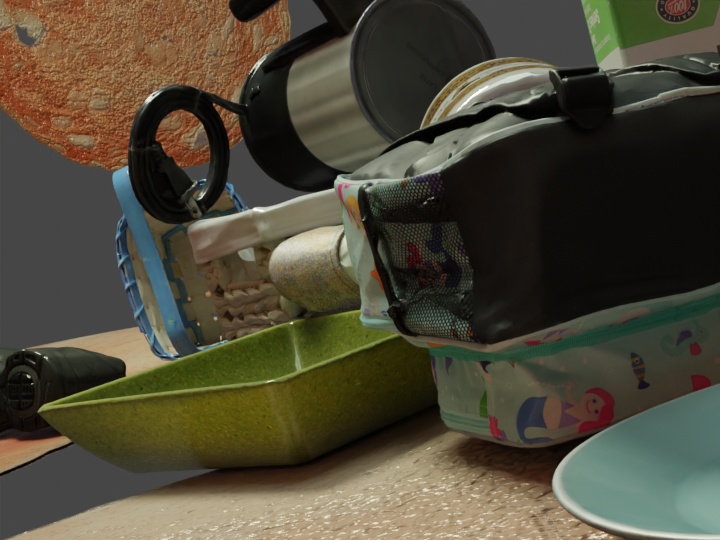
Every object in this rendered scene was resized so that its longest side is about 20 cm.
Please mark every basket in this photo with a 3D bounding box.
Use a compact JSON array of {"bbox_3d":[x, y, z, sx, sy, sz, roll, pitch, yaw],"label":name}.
[{"bbox_3d":[0.000,0.000,0.969,0.199,0.124,0.135,-15,3,-28],"label":"basket"},{"bbox_3d":[-0.157,-0.005,1.264,0.139,0.177,0.200,-22,-7,15],"label":"basket"}]

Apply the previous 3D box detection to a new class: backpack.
[{"bbox_3d":[0.085,-0.012,0.578,0.177,0.151,0.200,-14,9,-21],"label":"backpack"}]

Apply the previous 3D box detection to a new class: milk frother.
[{"bbox_3d":[-0.041,-0.108,0.964,0.188,0.180,0.201,-10,48,62],"label":"milk frother"}]

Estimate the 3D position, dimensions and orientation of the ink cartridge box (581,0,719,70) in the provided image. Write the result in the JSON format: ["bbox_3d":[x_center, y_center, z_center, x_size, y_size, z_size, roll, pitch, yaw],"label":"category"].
[{"bbox_3d":[0.217,-0.080,0.746,0.145,0.201,0.084,-14,1,1],"label":"ink cartridge box"}]

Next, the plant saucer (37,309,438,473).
[{"bbox_3d":[-0.035,0.062,0.730,0.199,0.048,0.199,-10,5,44],"label":"plant saucer"}]

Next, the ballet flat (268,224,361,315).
[{"bbox_3d":[0.044,-0.005,0.859,0.199,0.068,0.067,4,-28,-17],"label":"ballet flat"}]

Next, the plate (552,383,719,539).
[{"bbox_3d":[0.152,0.049,0.376,0.199,0.026,0.200,-15,4,1],"label":"plate"}]

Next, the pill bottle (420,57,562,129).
[{"bbox_3d":[0.089,-0.062,0.778,0.114,0.115,0.200,-14,11,2],"label":"pill bottle"}]

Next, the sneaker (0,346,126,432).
[{"bbox_3d":[-0.255,0.093,1.070,0.091,0.076,0.200,-4,3,-41],"label":"sneaker"}]
